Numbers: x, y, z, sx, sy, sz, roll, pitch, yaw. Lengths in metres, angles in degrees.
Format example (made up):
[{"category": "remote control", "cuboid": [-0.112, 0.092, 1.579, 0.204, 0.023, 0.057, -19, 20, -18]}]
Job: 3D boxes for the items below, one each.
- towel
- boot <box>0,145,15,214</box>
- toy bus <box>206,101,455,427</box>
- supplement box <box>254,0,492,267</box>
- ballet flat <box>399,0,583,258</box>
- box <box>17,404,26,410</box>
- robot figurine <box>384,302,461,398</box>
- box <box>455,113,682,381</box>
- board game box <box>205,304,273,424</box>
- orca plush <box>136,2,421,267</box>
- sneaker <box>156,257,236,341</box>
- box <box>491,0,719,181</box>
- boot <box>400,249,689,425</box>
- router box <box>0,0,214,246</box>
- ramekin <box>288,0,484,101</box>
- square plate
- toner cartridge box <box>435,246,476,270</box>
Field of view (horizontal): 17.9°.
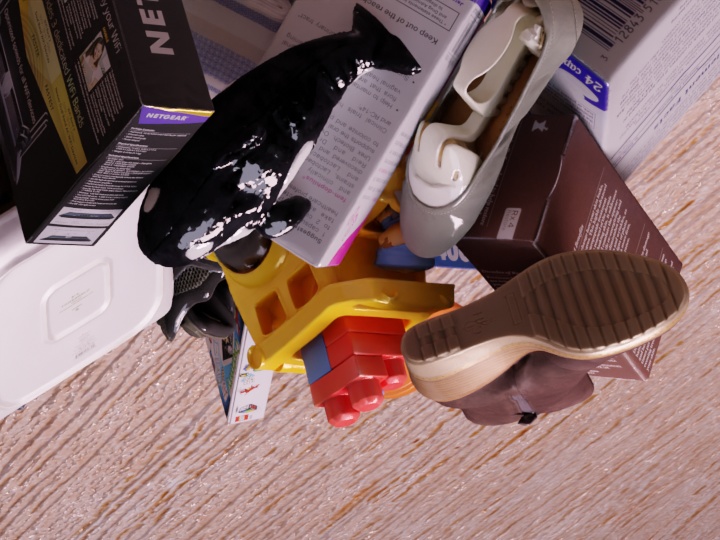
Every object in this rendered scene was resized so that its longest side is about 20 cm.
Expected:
[{"category": "towel", "cuboid": [-0.129, -0.148, 1.512, 0.147, 0.024, 0.200, 27, 147, -1]}, {"category": "boot", "cuboid": [-0.273, -0.065, 1.623, 0.073, 0.076, 0.200, -21, 157, 2]}, {"category": "toy bus", "cuboid": [0.000, 0.000, 1.566, 0.135, 0.193, 0.200, 7, 146, -39]}, {"category": "supplement box", "cuboid": [-0.011, -0.111, 1.446, 0.200, 0.103, 0.101, -60, 175, 3]}, {"category": "ballet flat", "cuboid": [0.068, -0.099, 1.450, 0.064, 0.067, 0.200, 7, 119, -55]}, {"category": "box", "cuboid": [-0.316, 0.002, 1.612, 0.148, 0.107, 0.200, 20, 168, 24]}, {"category": "robot figurine", "cuboid": [0.004, 0.046, 1.995, 0.144, 0.117, 0.200, -45, 150, 7]}, {"category": "box", "cuboid": [0.143, -0.013, 1.562, 0.075, 0.100, 0.200, 5, 152, 32]}, {"category": "board game box", "cuboid": [-0.101, 0.028, 1.871, 0.034, 0.127, 0.200, -11, 155, -13]}, {"category": "orca plush", "cuboid": [-0.051, -0.074, 1.355, 0.200, 0.105, 0.071, -29, -172, -4]}, {"category": "sneaker", "cuboid": [-0.166, 0.012, 1.779, 0.199, 0.115, 0.076, -18, 178, 42]}, {"category": "box", "cuboid": [0.182, -0.170, 1.576, 0.184, 0.105, 0.200, -47, 161, -17]}, {"category": "boot", "cuboid": [0.134, 0.050, 1.519, 0.199, 0.073, 0.166, -13, 159, 17]}, {"category": "router box", "cuboid": [-0.170, -0.139, 1.382, 0.052, 0.201, 0.157, 1, 150, -36]}, {"category": "ramekin", "cuboid": [-0.002, -0.148, 1.602, 0.200, 0.098, 0.201, -14, 155, -7]}, {"category": "square plate", "cuboid": [-0.201, 0.013, 1.576, 0.200, 0.028, 0.198, -33, 149, -28]}, {"category": "toner cartridge box", "cuboid": [0.065, -0.035, 1.806, 0.095, 0.043, 0.200, -17, -166, -40]}]
